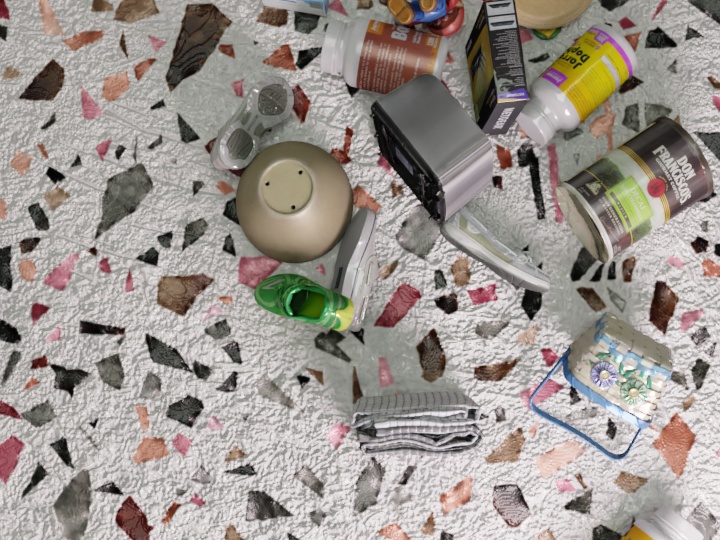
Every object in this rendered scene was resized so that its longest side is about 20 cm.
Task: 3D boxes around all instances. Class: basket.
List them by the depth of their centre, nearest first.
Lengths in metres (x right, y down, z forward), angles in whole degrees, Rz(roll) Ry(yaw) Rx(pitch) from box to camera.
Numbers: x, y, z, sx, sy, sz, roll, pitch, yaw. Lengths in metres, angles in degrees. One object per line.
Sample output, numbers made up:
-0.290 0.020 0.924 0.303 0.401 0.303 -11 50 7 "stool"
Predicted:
0.380 0.182 1.480 0.175 0.139 0.202 28 119 5 "basket"

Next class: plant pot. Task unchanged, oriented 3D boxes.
-0.112 -0.120 1.522 0.197 0.134 0.203 0 84 2 "plant pot"

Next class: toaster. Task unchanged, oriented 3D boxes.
0.115 -0.184 1.483 0.118 0.181 0.201 -36 71 -4 "toaster"

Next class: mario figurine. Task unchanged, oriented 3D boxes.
0.103 -0.439 1.522 0.122 0.200 0.107 15 104 17 "mario figurine"

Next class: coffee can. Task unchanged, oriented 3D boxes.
0.431 -0.127 1.500 0.199 0.146 0.147 -33 84 -1 "coffee can"

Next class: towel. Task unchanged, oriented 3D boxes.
0.085 0.242 1.461 0.197 0.166 0.087 -5 89 1 "towel"

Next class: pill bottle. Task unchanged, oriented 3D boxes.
0.435 0.462 1.452 0.109 0.109 0.201 39 86 5 "pill bottle"
0.347 -0.299 1.542 0.200 0.104 0.104 -43 84 -3 "pill bottle"
0.039 -0.347 1.552 0.197 0.112 0.114 14 84 3 "pill bottle"

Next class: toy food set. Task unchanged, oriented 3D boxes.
0.301 -0.498 1.593 0.200 0.049 0.198 40 87 5 "toy food set"

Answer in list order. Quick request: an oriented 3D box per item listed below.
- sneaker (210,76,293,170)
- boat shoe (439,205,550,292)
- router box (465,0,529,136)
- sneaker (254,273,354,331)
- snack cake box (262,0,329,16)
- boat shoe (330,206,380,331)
-0.189 -0.245 1.566 0.078 0.099 0.201 48 61 -21 "sneaker"
0.226 -0.033 1.534 0.201 0.074 0.065 32 84 13 "boat shoe"
0.213 -0.315 1.500 0.051 0.200 0.160 -7 83 -2 "router box"
-0.099 0.041 1.500 0.198 0.083 0.075 12 82 39 "sneaker"
-0.095 -0.545 1.601 0.113 0.067 0.203 9 84 4 "snack cake box"
0.000 0.000 1.540 0.065 0.072 0.203 18 79 -25 "boat shoe"
